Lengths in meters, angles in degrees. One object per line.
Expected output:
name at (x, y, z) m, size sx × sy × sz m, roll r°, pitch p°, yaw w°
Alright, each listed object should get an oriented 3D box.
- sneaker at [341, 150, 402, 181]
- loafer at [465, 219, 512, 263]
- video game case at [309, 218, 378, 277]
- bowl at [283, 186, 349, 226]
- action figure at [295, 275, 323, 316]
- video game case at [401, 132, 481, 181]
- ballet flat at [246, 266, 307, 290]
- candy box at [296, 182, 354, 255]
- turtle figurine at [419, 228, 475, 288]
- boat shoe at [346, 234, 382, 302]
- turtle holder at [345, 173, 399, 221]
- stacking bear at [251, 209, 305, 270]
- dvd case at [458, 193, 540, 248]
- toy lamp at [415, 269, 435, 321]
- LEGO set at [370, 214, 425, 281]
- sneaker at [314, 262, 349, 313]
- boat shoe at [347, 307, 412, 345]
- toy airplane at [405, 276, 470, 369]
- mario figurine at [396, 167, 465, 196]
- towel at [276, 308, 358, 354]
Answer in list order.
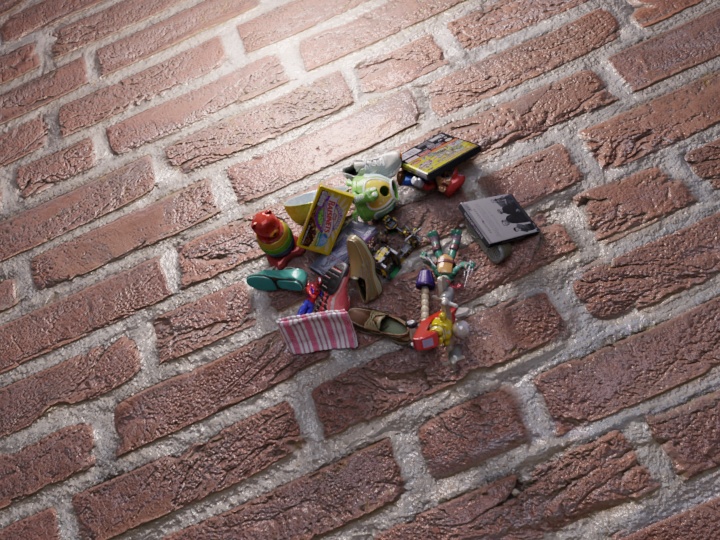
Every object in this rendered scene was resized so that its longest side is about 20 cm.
sneaker at (0.032, -0.309, 1.752) m, size 0.200 × 0.092 × 0.076 m, roll -21°, pitch 68°, yaw 34°
loafer at (0.364, -0.104, 1.654) m, size 0.069 × 0.075 × 0.200 m, roll -5°, pitch 56°, yaw -31°
video game case at (-0.051, -0.062, 1.695) m, size 0.200 × 0.019 × 0.143 m, roll -47°, pitch 31°, yaw -9°
bowl at (-0.121, -0.173, 1.741) m, size 0.199 × 0.200 × 0.108 m, roll -11°, pitch 108°, yaw 7°
action figure at (-0.134, 0.104, 1.648) m, size 0.099 × 0.065 × 0.201 m, roll -2°, pitch 61°, yaw 47°
video game case at (0.224, -0.343, 1.739) m, size 0.200 × 0.026 × 0.181 m, roll -31°, pitch 37°, yaw -18°
ballet flat at (-0.240, 0.021, 1.716) m, size 0.199 × 0.067 × 0.071 m, roll 2°, pitch 45°, yaw 26°
candy box at (-0.100, -0.141, 1.647) m, size 0.102 × 0.200 × 0.026 m, roll 15°, pitch 29°, yaw -18°
turtle figurine at (0.235, -0.024, 1.621) m, size 0.149 × 0.101 × 0.201 m, roll 7°, pitch 51°, yaw -3°
boat shoe at (0.000, 0.000, 1.605) m, size 0.076 × 0.201 × 0.072 m, roll -38°, pitch 27°, yaw -30°
turtle holder at (0.035, -0.225, 1.696) m, size 0.131 × 0.186 × 0.142 m, roll -12°, pitch 66°, yaw 17°
stacking bear at (-0.254, -0.103, 1.699) m, size 0.121 × 0.200 × 0.114 m, roll -38°, pitch 65°, yaw -6°
dvd case at (0.387, -0.143, 1.628) m, size 0.199 × 0.025 × 0.151 m, roll -14°, pitch 60°, yaw -30°
toy lamp at (0.179, 0.095, 1.605) m, size 0.058 × 0.058 × 0.201 m, roll -3°, pitch 68°, yaw 10°
LEGO set at (0.076, -0.075, 1.664) m, size 0.200 × 0.116 × 0.154 m, roll -42°, pitch 65°, yaw -8°
sneaker at (-0.064, 0.070, 1.614) m, size 0.074 × 0.087 × 0.201 m, roll 36°, pitch 112°, yaw 45°
boat shoe at (0.054, 0.141, 1.599) m, size 0.199 × 0.074 × 0.076 m, roll 16°, pitch 70°, yaw 17°
toy airplane at (0.225, 0.139, 1.496) m, size 0.141 × 0.200 × 0.200 m, roll 7°, pitch 70°, yaw 44°
mario figurine at (0.213, -0.290, 1.737) m, size 0.199 × 0.106 × 0.124 m, roll 11°, pitch 79°, yaw 19°
towel at (-0.116, 0.170, 1.581) m, size 0.199 × 0.147 × 0.030 m, roll -9°, pitch 44°, yaw 8°
